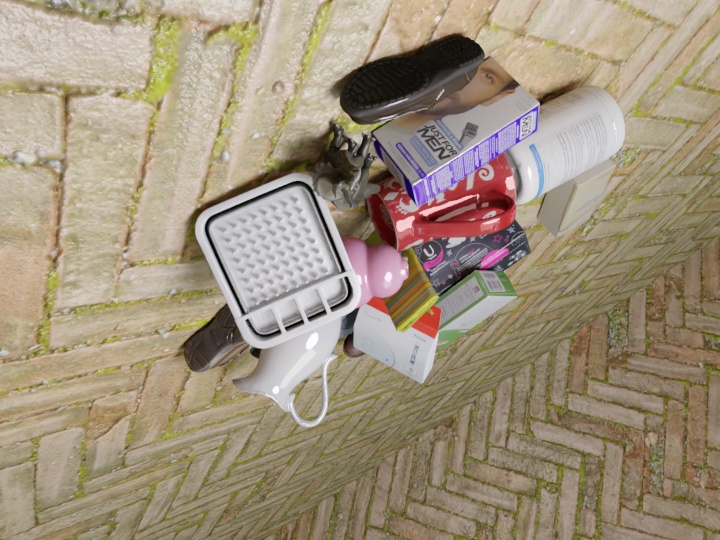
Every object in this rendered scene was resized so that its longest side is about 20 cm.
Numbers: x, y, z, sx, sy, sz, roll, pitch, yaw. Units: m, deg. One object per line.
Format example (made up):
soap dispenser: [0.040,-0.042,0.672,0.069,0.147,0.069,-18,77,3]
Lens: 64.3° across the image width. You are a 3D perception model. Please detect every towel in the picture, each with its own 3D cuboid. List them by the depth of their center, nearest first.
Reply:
towel: [0.060,0.000,0.929,0.018,0.201,0.086,26,120,-40]

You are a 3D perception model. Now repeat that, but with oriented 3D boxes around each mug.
mug: [0.125,-0.112,0.867,0.199,0.134,0.177,-22,-170,-12]

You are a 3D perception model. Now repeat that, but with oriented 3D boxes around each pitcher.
pitcher: [-0.100,0.154,0.999,0.201,0.171,0.121,-58,-167,-13]

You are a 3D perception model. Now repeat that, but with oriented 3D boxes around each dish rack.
dish rack: [-0.106,-0.014,0.760,0.170,0.201,0.044,-23,-164,-3]

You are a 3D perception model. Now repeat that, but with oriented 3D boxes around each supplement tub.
supplement tub: [0.310,-0.205,0.938,0.199,0.132,0.132,-26,153,-12]

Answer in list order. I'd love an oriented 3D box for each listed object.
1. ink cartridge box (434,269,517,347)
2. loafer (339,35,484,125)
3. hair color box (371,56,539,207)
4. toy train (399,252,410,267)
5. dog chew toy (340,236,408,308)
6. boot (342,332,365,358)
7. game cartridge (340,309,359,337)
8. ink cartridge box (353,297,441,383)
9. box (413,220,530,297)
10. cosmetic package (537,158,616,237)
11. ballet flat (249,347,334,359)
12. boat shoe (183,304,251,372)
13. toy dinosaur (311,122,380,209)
ink cartridge box: [0.190,0.078,1.104,0.103,0.060,0.200,2,144,-45]
loafer: [0.067,-0.218,0.701,0.199,0.073,0.072,-25,151,-17]
hair color box: [0.129,-0.189,0.781,0.199,0.110,0.065,-32,153,-3]
toy train: [0.000,0.000,0.944,0.199,0.046,0.034,-13,180,42]
dog chew toy: [-0.028,0.005,0.856,0.198,0.126,0.125,-3,158,14]
boot: [0.050,0.098,1.184,0.186,0.064,0.200,-40,173,-20]
game cartridge: [-0.013,0.062,1.132,0.200,0.041,0.133,-47,155,25]
ink cartridge box: [0.064,0.110,1.063,0.047,0.159,0.201,-50,156,-32]
box: [0.217,-0.039,1.133,0.199,0.115,0.132,-35,155,9]
cosmetic package: [0.463,-0.169,1.241,0.103,0.073,0.200,-29,153,-9]
ballet flat: [-0.138,0.156,1.126,0.068,0.068,0.199,-34,146,25]
boat shoe: [-0.202,0.100,0.949,0.199,0.076,0.072,-32,159,17]
toy dinosaur: [-0.019,-0.121,0.741,0.200,0.076,0.103,62,52,-82]
